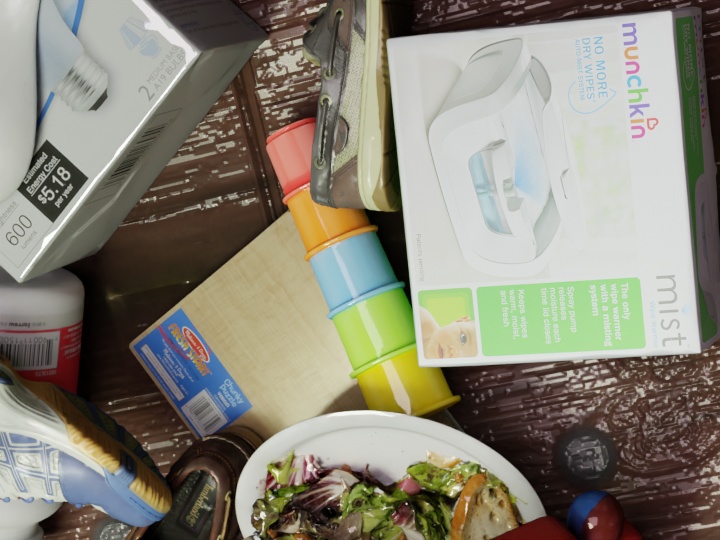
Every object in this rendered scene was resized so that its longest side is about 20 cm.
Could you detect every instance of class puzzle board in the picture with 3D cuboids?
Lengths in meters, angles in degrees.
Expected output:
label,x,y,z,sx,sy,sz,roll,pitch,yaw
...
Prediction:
label,x,y,z,sx,sy,sz,roll,pitch,yaw
puzzle board,-0.038,0.083,1.429,0.151,0.017,0.200,-39,85,20

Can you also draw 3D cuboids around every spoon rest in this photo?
label,x,y,z,sx,sy,sz,roll,pitch,yaw
spoon rest,-0.227,-0.127,1.311,0.099,0.061,0.200,27,118,13

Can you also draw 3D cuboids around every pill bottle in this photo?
label,x,y,z,sx,sy,sz,roll,pitch,yaw
pill bottle,-0.244,0.098,1.446,0.112,0.112,0.201,10,101,16

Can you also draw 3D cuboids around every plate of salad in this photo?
label,x,y,z,sx,sy,sz,roll,pitch,yaw
plate of salad,0.018,0.166,1.367,0.199,0.048,0.200,7,133,7

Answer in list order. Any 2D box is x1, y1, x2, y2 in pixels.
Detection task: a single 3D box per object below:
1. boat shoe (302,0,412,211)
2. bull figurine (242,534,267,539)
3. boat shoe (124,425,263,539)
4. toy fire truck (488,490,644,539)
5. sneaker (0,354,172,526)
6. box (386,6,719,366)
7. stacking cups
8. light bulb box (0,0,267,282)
label,x,y,z,sx,sy,sz,roll,pitch,yaw
boat shoe,-0.005,-0.135,1.339,0.065,0.073,0.201,-2,79,16
bull figurine,-0.047,0.220,1.301,0.065,0.200,0.122,-33,80,-9
boat shoe,-0.127,0.191,1.438,0.070,0.070,0.200,28,114,9
toy fire truck,0.098,0.211,1.280,0.112,0.200,0.168,43,138,37
sneaker,-0.214,0.112,1.367,0.200,0.075,0.088,34,98,-13
box,0.121,-0.050,1.317,0.176,0.097,0.201,-3,97,20
stacking cups,0.000,0.000,1.371,0.060,0.060,0.200,-23,84,19
light bulb box,-0.206,-0.137,1.391,0.200,0.125,0.198,42,108,7
